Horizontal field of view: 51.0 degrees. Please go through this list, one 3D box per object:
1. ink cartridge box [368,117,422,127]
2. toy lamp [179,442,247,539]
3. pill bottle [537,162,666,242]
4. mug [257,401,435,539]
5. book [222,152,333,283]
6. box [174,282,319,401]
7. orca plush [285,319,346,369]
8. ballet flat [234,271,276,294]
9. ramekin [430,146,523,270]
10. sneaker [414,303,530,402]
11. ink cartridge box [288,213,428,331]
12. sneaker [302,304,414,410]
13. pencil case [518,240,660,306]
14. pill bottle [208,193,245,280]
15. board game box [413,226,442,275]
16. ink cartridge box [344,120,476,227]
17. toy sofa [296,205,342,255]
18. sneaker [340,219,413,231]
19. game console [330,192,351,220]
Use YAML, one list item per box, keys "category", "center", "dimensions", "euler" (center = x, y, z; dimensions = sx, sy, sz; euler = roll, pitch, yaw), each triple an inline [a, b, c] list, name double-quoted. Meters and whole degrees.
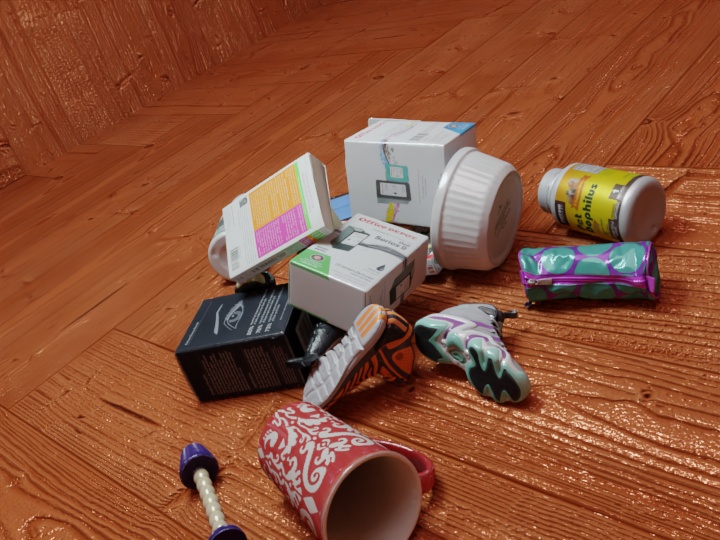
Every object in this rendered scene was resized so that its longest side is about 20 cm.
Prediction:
- category: "ink cartridge box"
  center: [0.075, -0.212, 1.488]
  dimensions: [0.113, 0.204, 0.068]
  euler: [6, 33, 12]
- category: "toy lamp"
  center: [-0.197, 0.294, 0.984]
  dimensions: [0.057, 0.059, 0.200]
  euler: [-28, 30, -15]
- category: "pill bottle"
  center: [0.389, -0.114, 1.238]
  dimensions: [0.108, 0.111, 0.199]
  euler: [-33, 31, -22]
- category: "mug"
  center: [-0.021, 0.251, 0.909]
  dimensions: [0.198, 0.176, 0.136]
  euler: [20, 83, 55]
- category: "book"
  center: [-0.138, -0.081, 1.219]
  dimensions: [0.197, 0.048, 0.137]
  euler: [-26, 59, 26]
- category: "box"
  center: [-0.178, 0.113, 1.225]
  dimensions: [0.195, 0.106, 0.149]
  euler: [-11, 30, 18]
- category: "orca plush"
  center: [-0.060, 0.087, 1.178]
  dimensions: [0.200, 0.071, 0.106]
  euler: [-41, -8, -46]
- category: "ballet flat"
  center: [-0.188, 0.021, 1.340]
  dimensions: [0.064, 0.059, 0.200]
  euler: [-5, -7, -1]
- category: "ramekin"
  center: [0.199, -0.095, 1.249]
  dimensions: [0.092, 0.206, 0.203]
  euler: [14, 42, 29]
- category: "sneaker"
  center: [0.185, 0.096, 1.053]
  dimensions: [0.138, 0.079, 0.198]
  euler: [-25, 40, -33]
- category: "ink cartridge box"
  center: [0.000, 0.000, 1.178]
  dimensions: [0.143, 0.086, 0.199]
  euler: [20, 35, 25]
- category: "sneaker"
  center: [0.008, 0.147, 1.083]
  dimensions: [0.200, 0.111, 0.078]
  euler: [-48, 34, 22]
- category: "pencil case"
  center: [0.332, 0.005, 1.100]
  dimensions: [0.195, 0.087, 0.092]
  euler: [-3, 17, 29]
- category: "pill bottle"
  center: [-0.247, -0.076, 1.582]
  dimensions: [0.110, 0.115, 0.202]
  euler: [-14, 29, 11]
- category: "board game box"
  center: [0.130, -0.057, 1.370]
  dimensions: [0.124, 0.035, 0.200]
  euler: [-8, 30, 42]
- category: "ink cartridge box"
  center: [0.092, -0.176, 1.342]
  dimensions: [0.196, 0.150, 0.146]
  euler: [9, 28, 30]
- category: "toy sofa"
  center: [-0.074, -0.049, 1.322]
  dimensions: [0.097, 0.202, 0.083]
  euler: [-37, 4, -23]
- category: "sneaker"
  center: [0.032, -0.062, 1.411]
  dimensions: [0.072, 0.080, 0.198]
  euler: [-7, 3, -35]
- category: "game console"
  center: [-0.056, -0.123, 1.625]
  dimensions: [0.195, 0.032, 0.178]
  euler: [-16, 29, 7]
